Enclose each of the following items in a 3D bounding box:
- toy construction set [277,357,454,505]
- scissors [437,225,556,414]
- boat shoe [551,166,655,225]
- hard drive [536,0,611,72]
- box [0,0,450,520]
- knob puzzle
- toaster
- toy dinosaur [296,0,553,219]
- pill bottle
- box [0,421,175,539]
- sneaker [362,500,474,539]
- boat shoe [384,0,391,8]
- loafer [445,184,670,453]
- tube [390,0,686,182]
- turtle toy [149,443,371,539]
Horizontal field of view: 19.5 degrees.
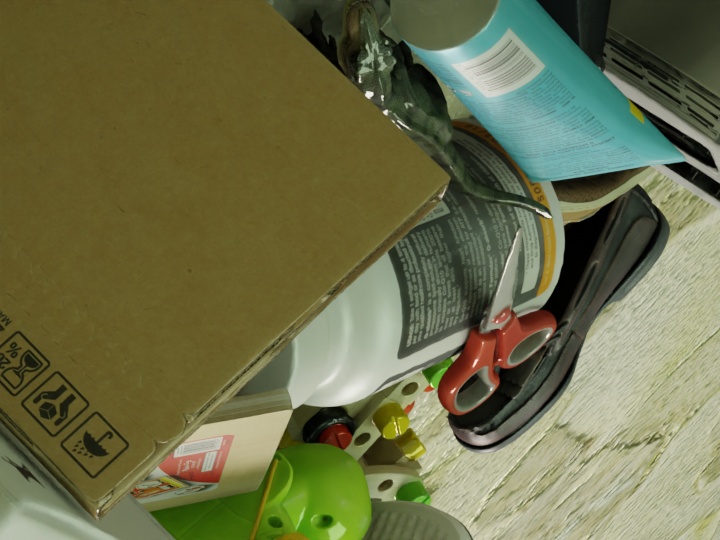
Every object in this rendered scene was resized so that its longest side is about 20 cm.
[{"bbox_3d":[0.022,0.065,1.175,0.131,0.092,0.200,21,103,-47],"label":"toy construction set"},{"bbox_3d":[0.060,0.029,0.993,0.073,0.014,0.200,-38,164,-2],"label":"scissors"},{"bbox_3d":[0.112,-0.050,1.199,0.200,0.072,0.076,-15,150,-51],"label":"boat shoe"},{"bbox_3d":[0.093,-0.162,0.960,0.200,0.042,0.135,73,25,-63],"label":"hard drive"},{"bbox_3d":[-0.095,-0.043,0.698,0.163,0.200,0.021,-43,168,-15],"label":"box"},{"bbox_3d":[-0.138,0.086,0.935,0.220,0.030,0.220,-12,165,-3],"label":"knob puzzle"},{"bbox_3d":[0.194,-0.113,1.078,0.129,0.200,0.114,-47,145,-8],"label":"toaster"},{"bbox_3d":[0.018,-0.078,0.952,0.047,0.088,0.200,-46,147,6],"label":"toy dinosaur"},{"bbox_3d":[0.000,0.000,1.018,0.200,0.116,0.116,-21,143,-46],"label":"pill bottle"},{"bbox_3d":[-0.179,0.084,0.738,0.131,0.199,0.200,-47,155,-2],"label":"box"},{"bbox_3d":[-0.001,0.178,1.154,0.200,0.078,0.079,-20,150,38],"label":"sneaker"},{"bbox_3d":[0.033,-0.137,0.928,0.060,0.076,0.200,-45,156,4],"label":"boat shoe"},{"bbox_3d":[0.115,0.021,1.317,0.200,0.072,0.063,-51,136,-11],"label":"loafer"},{"bbox_3d":[0.078,-0.079,0.929,0.200,0.077,0.050,38,55,-57],"label":"tube"},{"bbox_3d":[-0.076,0.152,1.064,0.200,0.146,0.101,-38,145,-24],"label":"turtle toy"}]
